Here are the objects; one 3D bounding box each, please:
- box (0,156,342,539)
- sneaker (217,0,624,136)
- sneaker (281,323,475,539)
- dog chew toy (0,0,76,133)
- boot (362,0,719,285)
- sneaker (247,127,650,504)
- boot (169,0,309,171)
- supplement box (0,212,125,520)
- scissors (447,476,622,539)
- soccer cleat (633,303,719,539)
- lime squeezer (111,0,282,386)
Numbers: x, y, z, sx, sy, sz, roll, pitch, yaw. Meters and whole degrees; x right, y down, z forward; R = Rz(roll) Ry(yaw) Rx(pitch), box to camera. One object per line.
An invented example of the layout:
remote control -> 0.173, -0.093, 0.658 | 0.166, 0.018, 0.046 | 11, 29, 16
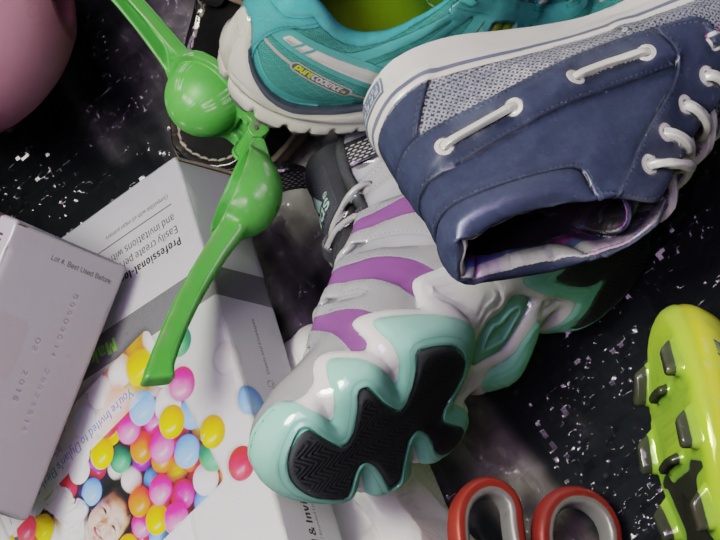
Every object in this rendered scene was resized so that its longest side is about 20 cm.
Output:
box -> -0.088, 0.081, 1.108 | 0.156, 0.041, 0.201 | -33, 63, 31
sneaker -> 0.044, -0.100, 1.077 | 0.199, 0.080, 0.078 | -13, 63, -25
sneaker -> -0.001, 0.125, 1.095 | 0.088, 0.075, 0.200 | -36, 62, 22
dog chew toy -> -0.217, -0.098, 1.129 | 0.199, 0.125, 0.125 | -14, 74, 5
boot -> 0.107, -0.051, 1.048 | 0.199, 0.073, 0.090 | -17, 50, -11
sneaker -> 0.000, 0.000, 1.083 | 0.140, 0.078, 0.200 | 35, 50, 30
boot -> -0.045, -0.140, 1.116 | 0.073, 0.151, 0.201 | 24, 88, 23
supplement box -> -0.189, 0.017, 1.140 | 0.200, 0.061, 0.109 | 18, 86, 49
scissors -> 0.081, 0.172, 1.058 | 0.073, 0.014, 0.201 | -5, 74, -28
soccer cleat -> 0.164, 0.100, 1.048 | 0.083, 0.065, 0.201 | -16, 66, -15
lime squeezer -> -0.069, -0.048, 1.080 | 0.070, 0.038, 0.201 | -10, 66, -11
